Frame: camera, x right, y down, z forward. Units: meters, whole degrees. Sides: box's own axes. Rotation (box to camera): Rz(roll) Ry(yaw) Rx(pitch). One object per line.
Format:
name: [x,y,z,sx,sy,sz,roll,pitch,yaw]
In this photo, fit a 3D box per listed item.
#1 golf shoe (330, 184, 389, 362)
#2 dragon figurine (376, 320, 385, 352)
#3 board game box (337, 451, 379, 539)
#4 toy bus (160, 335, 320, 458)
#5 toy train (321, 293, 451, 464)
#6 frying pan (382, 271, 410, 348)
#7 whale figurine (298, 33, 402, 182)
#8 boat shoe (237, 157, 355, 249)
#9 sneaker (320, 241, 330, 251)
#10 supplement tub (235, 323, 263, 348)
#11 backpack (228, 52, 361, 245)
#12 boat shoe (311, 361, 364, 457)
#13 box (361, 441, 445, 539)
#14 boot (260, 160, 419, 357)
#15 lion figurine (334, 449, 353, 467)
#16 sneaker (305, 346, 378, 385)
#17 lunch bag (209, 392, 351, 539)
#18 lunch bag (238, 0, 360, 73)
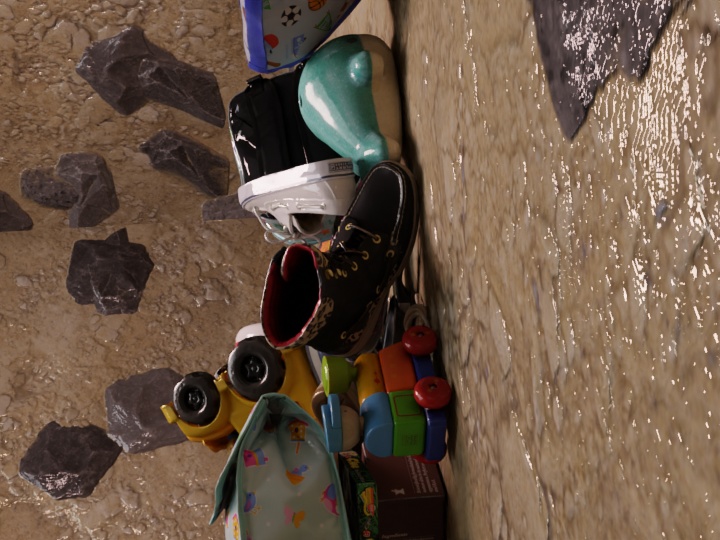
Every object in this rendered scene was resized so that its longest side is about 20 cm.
golf shoe: [0.000,0.000,1.271,0.092,0.072,0.202,90,-169,-63]
dragon figurine: [0.007,0.064,1.416,0.201,0.058,0.100,96,169,-54]
board game box: [0.001,0.282,1.117,0.105,0.023,0.203,-148,54,-74]
toy bus: [-0.105,0.180,1.386,0.194,0.199,0.136,63,-162,6]
toy train: [0.014,0.092,1.108,0.201,0.114,0.085,-102,11,-52]
frying pan: [0.039,0.047,1.239,0.115,0.030,0.193,-110,28,-83]
whale figurine: [-0.009,-0.160,1.246,0.160,0.102,0.202,94,168,-47]
boat shoe: [-0.065,-0.062,1.258,0.201,0.074,0.087,-9,90,54]
sneaker: [-0.021,-0.011,1.490,0.077,0.072,0.202,102,179,-61]
supplement tub: [-0.099,0.176,1.523,0.140,0.138,0.203,118,157,-78]
backpack: [-0.058,-0.130,1.415,0.151,0.175,0.202,55,-161,-57]
boat shoe: [0.014,0.186,1.275,0.202,0.070,0.065,66,-151,-28]
box: [0.040,0.277,1.173,0.100,0.074,0.202,-105,12,-63]
boot: [-0.019,-0.011,1.112,0.150,0.073,0.202,4,-69,-65]
lion figurine: [-0.026,0.279,1.221,0.123,0.072,0.202,129,133,-61]
sneaker: [0.013,0.143,1.331,0.202,0.081,0.070,62,-149,-15]
lunch bag: [-0.078,0.230,1.111,0.171,0.120,0.202,110,147,-65]
lunch bag: [-0.064,-0.325,1.227,0.201,0.123,0.171,-58,-14,-26]
